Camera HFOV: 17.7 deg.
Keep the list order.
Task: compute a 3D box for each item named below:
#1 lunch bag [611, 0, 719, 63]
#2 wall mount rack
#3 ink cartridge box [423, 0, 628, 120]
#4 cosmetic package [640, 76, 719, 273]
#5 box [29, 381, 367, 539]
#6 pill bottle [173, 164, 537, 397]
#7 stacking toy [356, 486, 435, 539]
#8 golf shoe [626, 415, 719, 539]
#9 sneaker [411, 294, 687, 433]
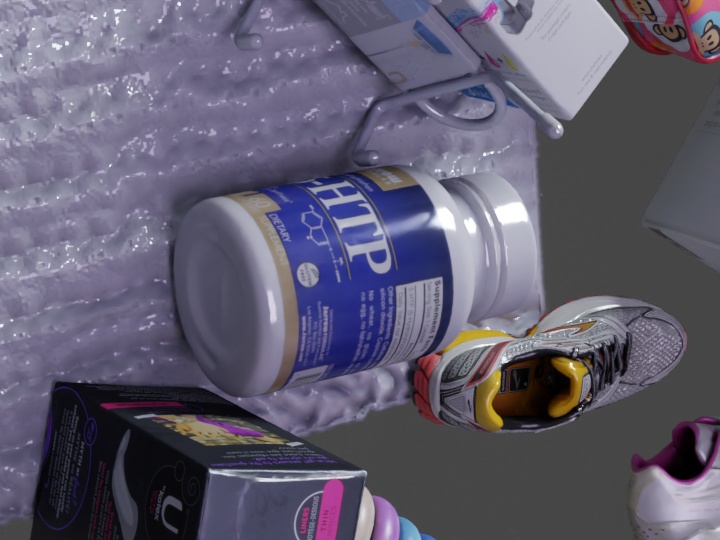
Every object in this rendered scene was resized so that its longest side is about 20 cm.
[{"bbox_3d":[0.222,-0.254,1.496,0.176,0.082,0.200,-41,119,-18],"label":"lunch bag"},{"bbox_3d":[0.028,-0.128,1.351,0.200,0.173,0.075,43,55,-31],"label":"wall mount rack"},{"bbox_3d":[0.056,-0.185,1.389,0.200,0.115,0.068,45,76,-31],"label":"ink cartridge box"},{"bbox_3d":[0.324,-0.069,1.531,0.165,0.165,0.200,29,88,-18],"label":"cosmetic package"},{"bbox_3d":[-0.097,0.144,1.321,0.106,0.200,0.123,5,99,-32],"label":"box"},{"bbox_3d":[0.000,0.000,1.395,0.199,0.120,0.120,-12,108,-30],"label":"pill bottle"},{"bbox_3d":[0.050,0.211,1.476,0.200,0.085,0.086,31,85,-21],"label":"stacking toy"},{"bbox_3d":[0.269,0.135,1.625,0.200,0.075,0.092,-27,111,-25],"label":"golf shoe"},{"bbox_3d":[0.136,0.071,1.519,0.199,0.082,0.078,-15,109,-29],"label":"sneaker"}]
